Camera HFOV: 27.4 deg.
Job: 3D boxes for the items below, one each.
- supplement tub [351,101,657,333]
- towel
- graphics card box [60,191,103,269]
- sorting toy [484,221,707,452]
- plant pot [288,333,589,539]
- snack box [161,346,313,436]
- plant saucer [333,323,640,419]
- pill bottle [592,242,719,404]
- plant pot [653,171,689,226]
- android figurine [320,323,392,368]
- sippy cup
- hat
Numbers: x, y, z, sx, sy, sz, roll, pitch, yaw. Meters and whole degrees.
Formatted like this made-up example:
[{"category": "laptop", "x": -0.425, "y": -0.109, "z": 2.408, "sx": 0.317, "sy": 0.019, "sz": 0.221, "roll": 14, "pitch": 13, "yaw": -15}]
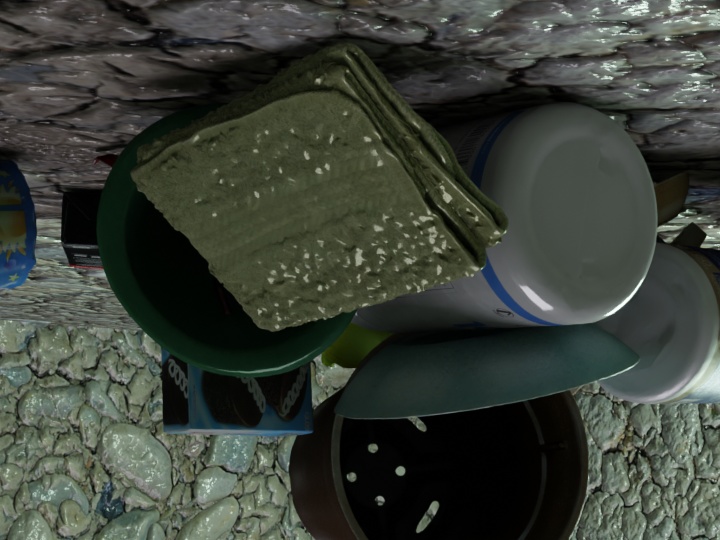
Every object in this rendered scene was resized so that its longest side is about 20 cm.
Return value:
[{"category": "supplement tub", "x": 0.072, "y": -0.028, "z": 0.919, "sx": 0.132, "sy": 0.132, "sz": 0.200, "roll": 6, "pitch": 173, "yaw": -35}, {"category": "towel", "x": -0.027, "y": -0.039, "z": 0.816, "sx": 0.200, "sy": 0.037, "sz": 0.148, "roll": -21, "pitch": 115, "yaw": 43}, {"category": "graphics card box", "x": -0.208, "y": -0.032, "z": 1.352, "sx": 0.125, "sy": 0.051, "sz": 0.200, "roll": 3, "pitch": 175, "yaw": -8}, {"category": "sorting toy", "x": 0.183, "y": 0.043, "z": 1.249, "sx": 0.200, "sy": 0.070, "sz": 0.199, "roll": -50, "pitch": 174, "yaw": 31}, {"category": "plant pot", "x": 0.041, "y": 0.151, "z": 1.138, "sx": 0.200, "sy": 0.201, "sz": 0.198, "roll": 4, "pitch": 168, "yaw": -20}, {"category": "snack box", "x": -0.092, "y": 0.021, "z": 1.093, "sx": 0.116, "sy": 0.201, "sz": 0.037, "roll": 7, "pitch": 166, "yaw": -43}, {"category": "plant saucer", "x": 0.077, "y": 0.055, "z": 0.954, "sx": 0.200, "sy": 0.039, "sz": 0.201, "roll": -11, "pitch": -177, "yaw": 1}, {"category": "pill bottle", "x": 0.254, "y": 0.040, "z": 1.065, "sx": 0.111, "sy": 0.111, "sz": 0.200, "roll": -4, "pitch": 175, "yaw": 43}, {"category": "plant pot", "x": 0.154, "y": -0.013, "z": 1.074, "sx": 0.200, "sy": 0.028, "sz": 0.200, "roll": -27, "pitch": 175, "yaw": -2}, {"category": "android figurine", "x": 0.036, "y": 0.010, "z": 1.157, "sx": 0.200, "sy": 0.041, "sz": 0.182, "roll": -38, "pitch": 143, "yaw": 14}, {"category": "sippy cup", "x": -0.314, "y": -0.030, "z": 1.093, "sx": 0.130, "sy": 0.140, "sz": 0.178, "roll": -7, "pitch": -156, "yaw": -29}, {"category": "hat", "x": -0.079, "y": -0.042, "z": 0.985, "sx": 0.166, "sy": 0.200, "sz": 0.176, "roll": -42, "pitch": -175, "yaw": 12}]
